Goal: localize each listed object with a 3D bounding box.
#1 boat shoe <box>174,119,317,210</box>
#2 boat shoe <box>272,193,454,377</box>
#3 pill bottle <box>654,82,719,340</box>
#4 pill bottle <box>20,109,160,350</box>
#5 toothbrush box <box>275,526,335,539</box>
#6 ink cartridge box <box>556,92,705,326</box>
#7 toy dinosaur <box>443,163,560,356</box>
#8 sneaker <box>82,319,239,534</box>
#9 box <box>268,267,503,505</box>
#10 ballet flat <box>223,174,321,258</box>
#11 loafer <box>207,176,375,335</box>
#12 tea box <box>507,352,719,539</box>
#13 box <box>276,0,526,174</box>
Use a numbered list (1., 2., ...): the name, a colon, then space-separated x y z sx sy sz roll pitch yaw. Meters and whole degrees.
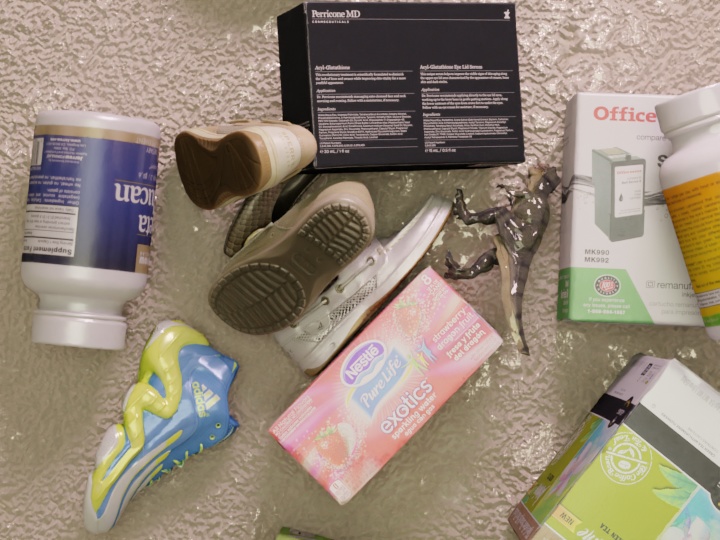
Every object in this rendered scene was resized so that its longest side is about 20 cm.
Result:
1. boat shoe: -0.101 -0.096 1.609 0.065 0.200 0.073 -18 97 -26
2. boat shoe: 0.000 0.000 1.652 0.069 0.071 0.200 42 91 2
3. pill bottle: 0.311 -0.053 1.545 0.110 0.111 0.201 -18 89 0
4. pill bottle: -0.237 -0.034 1.636 0.110 0.111 0.202 5 89 1
5. toothbrush box: -0.013 0.284 1.579 0.145 0.200 0.087 14 88 0
6. ink cartridge box: 0.250 -0.053 1.643 0.145 0.084 0.202 2 88 0
7. toy dinosaur: 0.120 -0.024 1.622 0.088 0.048 0.201 9 59 8
8. sneaker: -0.168 0.149 1.648 0.104 0.076 0.201 22 88 1
9. box: 0.022 0.100 1.633 0.095 0.103 0.200 44 90 2
10. ballet flat: -0.049 -0.086 1.660 0.046 0.067 0.200 37 83 10
11. loafer: -0.053 -0.012 1.615 0.076 0.068 0.200 46 126 -13
12. tea box: 0.237 0.186 1.578 0.133 0.200 0.197 37 89 1
13. box: 0.035 -0.157 1.620 0.199 0.079 0.142 -2 90 -22
